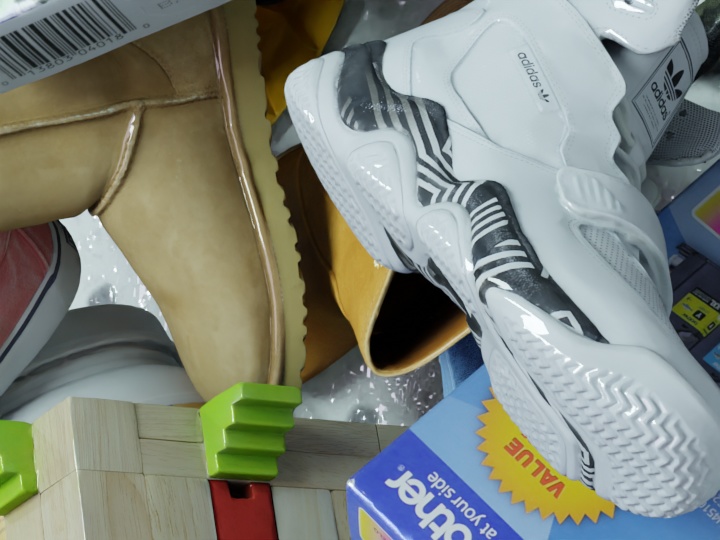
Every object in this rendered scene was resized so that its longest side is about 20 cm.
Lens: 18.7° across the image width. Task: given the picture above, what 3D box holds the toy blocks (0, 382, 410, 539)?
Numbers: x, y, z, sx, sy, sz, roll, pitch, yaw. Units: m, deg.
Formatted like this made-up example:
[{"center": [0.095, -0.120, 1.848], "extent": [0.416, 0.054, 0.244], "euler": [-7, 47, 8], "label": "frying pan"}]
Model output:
[{"center": [-0.038, 0.120, 0.736], "extent": [0.100, 0.200, 0.137], "euler": [-34, 58, 45], "label": "toy blocks"}]

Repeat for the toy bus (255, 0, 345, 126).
[{"center": [-0.132, -0.141, 0.853], "extent": [0.136, 0.200, 0.192], "euler": [-53, 50, 33], "label": "toy bus"}]

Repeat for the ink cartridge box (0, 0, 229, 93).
[{"center": [-0.103, -0.169, 0.702], "extent": [0.109, 0.050, 0.200], "euler": [-22, 71, 7], "label": "ink cartridge box"}]

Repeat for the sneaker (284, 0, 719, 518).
[{"center": [0.067, -0.024, 0.609], "extent": [0.200, 0.115, 0.075], "euler": [49, 167, 46], "label": "sneaker"}]

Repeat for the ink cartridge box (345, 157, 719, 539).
[{"center": [0.089, 0.077, 0.641], "extent": [0.136, 0.200, 0.076], "euler": [43, 164, 21], "label": "ink cartridge box"}]

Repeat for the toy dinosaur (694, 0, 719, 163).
[{"center": [0.128, -0.076, 0.698], "extent": [0.200, 0.047, 0.088], "euler": [-21, 42, 44], "label": "toy dinosaur"}]

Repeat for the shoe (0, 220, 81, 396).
[{"center": [-0.189, 0.049, 0.798], "extent": [0.071, 0.091, 0.200], "euler": [31, 87, 38], "label": "shoe"}]

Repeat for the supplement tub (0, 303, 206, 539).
[{"center": [-0.089, 0.129, 0.860], "extent": [0.145, 0.145, 0.200], "euler": [-47, 63, 35], "label": "supplement tub"}]

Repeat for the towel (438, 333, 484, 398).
[{"center": [0.071, 0.093, 0.722], "extent": [0.112, 0.049, 0.200], "euler": [-19, 56, 41], "label": "towel"}]

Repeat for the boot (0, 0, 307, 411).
[{"center": [-0.128, -0.018, 0.737], "extent": [0.066, 0.200, 0.175], "euler": [170, 90, -68], "label": "boot"}]

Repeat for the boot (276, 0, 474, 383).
[{"center": [0.001, 0.000, 0.772], "extent": [0.201, 0.071, 0.144], "euler": [-54, 18, 26], "label": "boot"}]
